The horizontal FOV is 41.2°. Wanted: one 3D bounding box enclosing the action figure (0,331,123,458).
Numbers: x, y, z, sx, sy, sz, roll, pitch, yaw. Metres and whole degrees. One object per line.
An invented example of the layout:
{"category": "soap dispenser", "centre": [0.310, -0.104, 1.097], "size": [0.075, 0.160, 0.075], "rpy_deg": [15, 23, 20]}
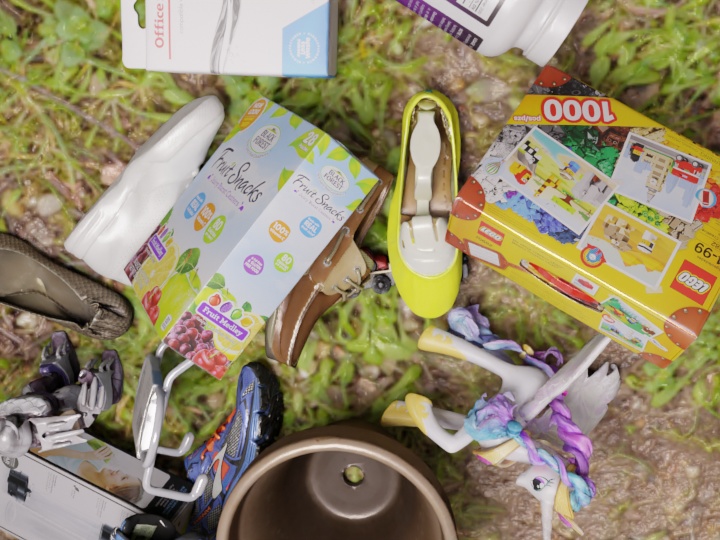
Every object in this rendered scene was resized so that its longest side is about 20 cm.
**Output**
{"category": "action figure", "centre": [-0.279, 0.113, 0.845], "size": [0.129, 0.200, 0.070], "rpy_deg": [5, 101, 4]}

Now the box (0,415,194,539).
{"category": "box", "centre": [-0.263, 0.219, 0.907], "size": [0.199, 0.060, 0.117], "rpy_deg": [24, 120, 9]}

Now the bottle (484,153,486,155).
{"category": "bottle", "centre": [0.201, -0.054, 0.834], "size": [0.199, 0.065, 0.084], "rpy_deg": [11, 94, 3]}

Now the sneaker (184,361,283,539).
{"category": "sneaker", "centre": [-0.129, 0.180, 0.911], "size": [0.078, 0.075, 0.201], "rpy_deg": [17, 101, 7]}

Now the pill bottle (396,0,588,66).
{"category": "pill bottle", "centre": [0.086, -0.253, 0.782], "size": [0.200, 0.112, 0.113], "rpy_deg": [32, 102, -2]}

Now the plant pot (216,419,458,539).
{"category": "plant pot", "centre": [-0.012, 0.213, 0.853], "size": [0.199, 0.175, 0.201], "rpy_deg": [1, 102, 6]}

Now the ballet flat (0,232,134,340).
{"category": "ballet flat", "centre": [-0.311, 0.016, 0.907], "size": [0.199, 0.046, 0.068], "rpy_deg": [24, 102, 0]}

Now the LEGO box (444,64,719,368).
{"category": "LEGO box", "centre": [0.190, -0.044, 0.747], "size": [0.200, 0.077, 0.149], "rpy_deg": [31, 69, 11]}

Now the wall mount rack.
{"category": "wall mount rack", "centre": [-0.153, 0.099, 0.850], "size": [0.074, 0.200, 0.175], "rpy_deg": [14, 95, -18]}

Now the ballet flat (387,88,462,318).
{"category": "ballet flat", "centre": [0.056, -0.059, 0.827], "size": [0.066, 0.067, 0.201], "rpy_deg": [1, 89, 5]}

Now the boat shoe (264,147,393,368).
{"category": "boat shoe", "centre": [-0.026, -0.011, 0.834], "size": [0.074, 0.076, 0.201], "rpy_deg": [18, 83, 7]}

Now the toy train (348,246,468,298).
{"category": "toy train", "centre": [0.000, 0.000, 0.881], "size": [0.199, 0.034, 0.046], "rpy_deg": [-7, 97, 6]}

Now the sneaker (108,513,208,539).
{"category": "sneaker", "centre": [-0.189, 0.255, 0.825], "size": [0.199, 0.078, 0.090], "rpy_deg": [-15, 75, 38]}

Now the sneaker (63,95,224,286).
{"category": "sneaker", "centre": [-0.177, -0.070, 0.874], "size": [0.088, 0.075, 0.200], "rpy_deg": [40, 108, -16]}

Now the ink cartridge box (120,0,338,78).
{"category": "ink cartridge box", "centre": [-0.121, -0.228, 0.829], "size": [0.199, 0.067, 0.116], "rpy_deg": [2, 102, 5]}

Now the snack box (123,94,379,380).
{"category": "snack box", "centre": [-0.098, -0.036, 0.787], "size": [0.068, 0.169, 0.200], "rpy_deg": [39, 90, -31]}

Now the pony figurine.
{"category": "pony figurine", "centre": [0.143, 0.110, 0.823], "size": [0.200, 0.167, 0.193], "rpy_deg": [29, 67, 27]}
